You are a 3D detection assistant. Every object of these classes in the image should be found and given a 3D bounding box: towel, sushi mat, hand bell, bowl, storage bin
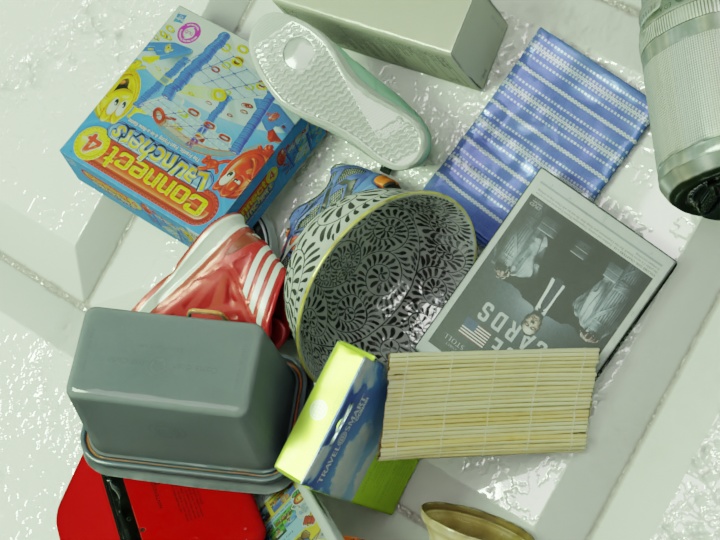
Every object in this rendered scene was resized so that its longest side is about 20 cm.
[{"bbox_3d":[0.161,-0.109,1.486,0.144,0.024,0.201,37,93,24],"label":"towel"},{"bbox_3d":[0.111,0.113,1.373,0.198,0.012,0.097,0,104,-20],"label":"sushi mat"},{"bbox_3d":[0.075,0.313,1.399,0.103,0.104,0.202,18,97,25],"label":"hand bell"},{"bbox_3d":[0.000,0.000,1.445,0.201,0.200,0.094,-53,49,2],"label":"bowl"},{"bbox_3d":[-0.148,0.091,1.367,0.198,0.135,0.147,6,65,10],"label":"storage bin"}]

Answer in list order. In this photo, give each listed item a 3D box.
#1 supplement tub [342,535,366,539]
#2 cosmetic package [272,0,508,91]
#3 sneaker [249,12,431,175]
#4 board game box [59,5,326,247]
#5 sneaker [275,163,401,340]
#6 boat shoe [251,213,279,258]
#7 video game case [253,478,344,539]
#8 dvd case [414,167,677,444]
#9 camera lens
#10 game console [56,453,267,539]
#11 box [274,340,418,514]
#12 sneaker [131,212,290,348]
[{"bbox_3d":[-0.025,0.333,1.355,0.121,0.123,0.201,4,54,23],"label":"supplement tub"},{"bbox_3d":[0.028,-0.243,1.530,0.198,0.103,0.074,20,84,24],"label":"cosmetic package"},{"bbox_3d":[-0.017,-0.160,1.512,0.200,0.118,0.074,40,97,7],"label":"sneaker"},{"bbox_3d":[-0.156,-0.135,1.576,0.199,0.056,0.196,29,72,25],"label":"board game box"},{"bbox_3d":[-0.044,-0.017,1.530,0.200,0.075,0.078,-50,54,-3],"label":"sneaker"},{"bbox_3d":[-0.137,0.033,1.549,0.071,0.068,0.202,18,85,25],"label":"boat shoe"},{"bbox_3d":[-0.110,0.258,1.393,0.200,0.023,0.182,-45,35,5],"label":"video game case"},{"bbox_3d":[0.163,0.032,1.438,0.150,0.025,0.201,36,91,16],"label":"dvd case"},{"bbox_3d":[0.319,-0.153,1.356,0.158,0.160,0.202,-11,73,19],"label":"camera lens"},{"bbox_3d":[-0.182,0.228,1.440,0.171,0.120,0.201,-16,43,-12],"label":"game console"},{"bbox_3d":[0.001,0.137,1.393,0.047,0.200,0.123,25,87,27],"label":"box"},{"bbox_3d":[-0.140,0.057,1.469,0.115,0.078,0.201,44,110,15],"label":"sneaker"}]
